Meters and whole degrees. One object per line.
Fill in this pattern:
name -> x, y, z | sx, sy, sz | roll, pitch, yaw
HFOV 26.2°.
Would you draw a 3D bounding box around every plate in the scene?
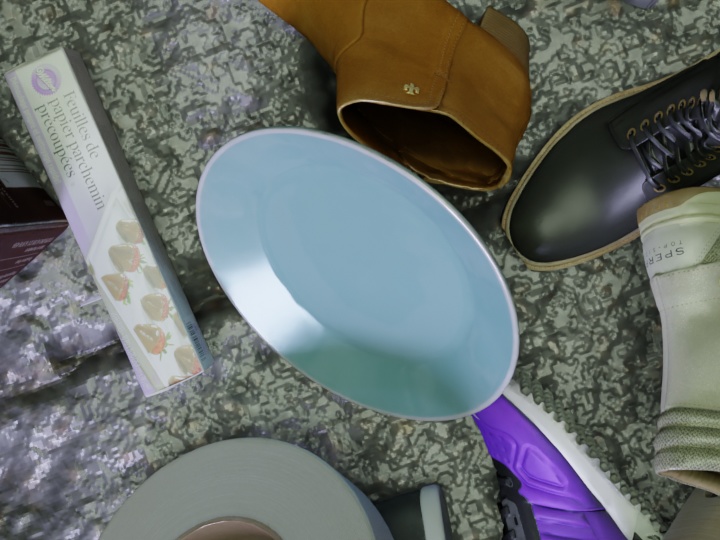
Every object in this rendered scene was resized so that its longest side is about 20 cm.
plate -> 0.000, 0.000, 0.831 | 0.199, 0.201, 0.026 | 37, 54, 1

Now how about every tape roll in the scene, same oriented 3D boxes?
tape roll -> -0.070, 0.192, 0.840 | 0.200, 0.037, 0.205 | -13, 58, 22

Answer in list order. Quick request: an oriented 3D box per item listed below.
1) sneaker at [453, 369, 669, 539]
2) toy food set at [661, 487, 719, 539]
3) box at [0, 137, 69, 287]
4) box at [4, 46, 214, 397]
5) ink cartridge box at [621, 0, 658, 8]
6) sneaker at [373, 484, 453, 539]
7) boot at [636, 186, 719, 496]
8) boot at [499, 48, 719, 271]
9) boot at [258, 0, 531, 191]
sneaker -> 0.104, 0.142, 0.868 | 0.099, 0.070, 0.200 | -42, 90, 7
toy food set -> 0.261, 0.180, 0.842 | 0.200, 0.060, 0.143 | 47, 51, -1
box -> -0.295, -0.022, 0.834 | 0.200, 0.164, 0.166 | -41, 90, 5
box -> -0.142, -0.027, 0.888 | 0.038, 0.041, 0.202 | -23, 92, 4
ink cartridge box -> 0.124, -0.260, 0.805 | 0.145, 0.146, 0.202 | 19, 94, 3
sneaker -> 0.012, 0.227, 0.865 | 0.098, 0.071, 0.203 | -10, 71, 8
boot -> 0.235, 0.047, 0.811 | 0.197, 0.072, 0.157 | 9, 70, -22
boot -> 0.162, -0.069, 0.818 | 0.199, 0.138, 0.078 | -38, 91, 6
boot -> 0.000, -0.121, 0.818 | 0.199, 0.145, 0.071 | 24, 125, -1
